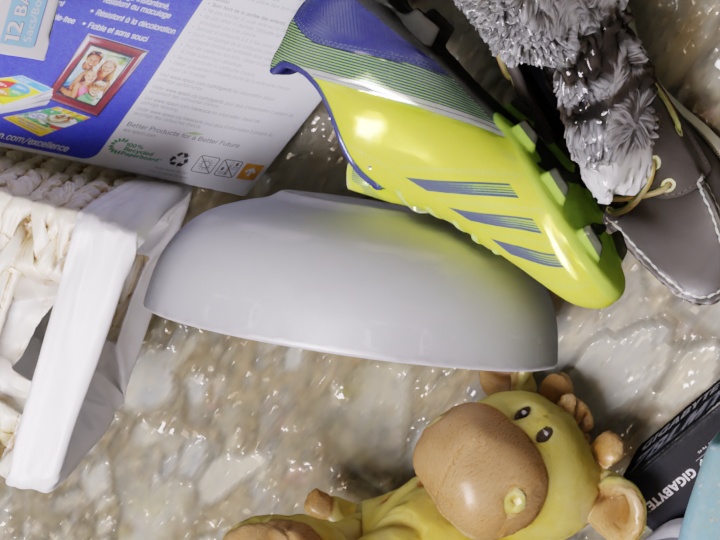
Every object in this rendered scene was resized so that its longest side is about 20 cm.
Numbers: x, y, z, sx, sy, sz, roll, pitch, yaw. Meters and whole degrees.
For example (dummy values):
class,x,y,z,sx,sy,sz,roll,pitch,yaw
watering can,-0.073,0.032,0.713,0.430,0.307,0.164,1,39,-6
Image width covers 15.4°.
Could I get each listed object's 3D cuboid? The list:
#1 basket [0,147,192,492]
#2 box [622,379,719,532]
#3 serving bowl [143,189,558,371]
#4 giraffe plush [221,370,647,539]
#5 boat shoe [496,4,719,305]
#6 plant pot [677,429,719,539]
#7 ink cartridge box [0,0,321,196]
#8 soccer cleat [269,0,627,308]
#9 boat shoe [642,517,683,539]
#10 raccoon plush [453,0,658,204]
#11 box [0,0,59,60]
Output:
class,x,y,z,sx,sy,sz,roll,pitch,yaw
basket,-0.168,0.009,1.283,0.123,0.200,0.136,19,99,0
box,0.260,0.113,1.292,0.198,0.050,0.200,43,124,-3
serving bowl,0.000,0.000,1.271,0.199,0.200,0.066,10,94,18
giraffe plush,0.054,0.129,1.323,0.173,0.200,0.162,43,110,3
boat shoe,0.119,-0.062,1.251,0.072,0.061,0.202,-25,104,31
plant pot,0.238,0.146,1.184,0.196,0.196,0.201,-7,104,25
ink cartridge box,-0.085,-0.127,1.244,0.197,0.047,0.200,12,131,-36
soccer cleat,0.040,-0.050,1.219,0.084,0.065,0.200,-45,80,14
boat shoe,0.129,0.195,1.350,0.070,0.066,0.200,42,144,1
raccoon plush,0.048,-0.126,1.171,0.134,0.097,0.201,20,124,44
box,-0.212,-0.176,1.168,0.200,0.101,0.113,30,108,49
